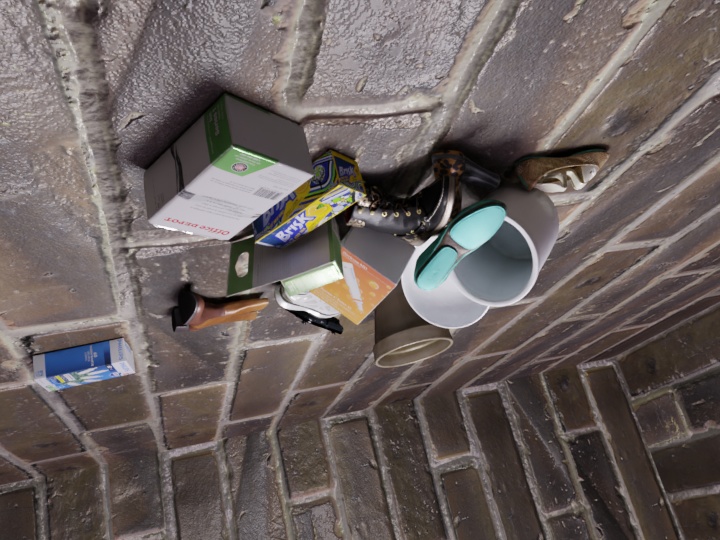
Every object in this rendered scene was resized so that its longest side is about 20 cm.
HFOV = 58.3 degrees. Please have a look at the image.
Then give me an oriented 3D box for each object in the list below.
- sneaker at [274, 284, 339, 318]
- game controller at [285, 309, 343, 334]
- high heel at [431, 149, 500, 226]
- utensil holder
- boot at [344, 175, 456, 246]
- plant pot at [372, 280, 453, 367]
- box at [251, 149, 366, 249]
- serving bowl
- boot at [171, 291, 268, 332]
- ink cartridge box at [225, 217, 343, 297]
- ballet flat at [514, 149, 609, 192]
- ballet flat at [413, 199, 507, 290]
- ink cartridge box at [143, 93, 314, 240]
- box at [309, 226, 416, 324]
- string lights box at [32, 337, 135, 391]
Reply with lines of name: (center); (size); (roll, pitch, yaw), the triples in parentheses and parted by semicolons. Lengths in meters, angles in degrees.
sneaker: (-0.079, 0.048, 1.413); (0.198, 0.077, 0.115); (9, 151, -41)
game controller: (-0.114, 0.113, 1.539); (0.103, 0.043, 0.200); (17, 173, 25)
high heel: (0.126, -0.140, 1.124); (0.141, 0.073, 0.199); (17, 147, -34)
utensil holder: (0.261, -0.056, 1.167); (0.169, 0.172, 0.200); (-31, -174, 36)
boot: (0.063, -0.108, 1.069); (0.147, 0.075, 0.200); (13, 161, -12)
plant pot: (0.112, 0.122, 1.587); (0.196, 0.177, 0.201); (-12, 159, -5)
box: (-0.090, -0.108, 1.037); (0.198, 0.066, 0.069); (-30, 154, 32)
serving bowl: (0.185, 0.013, 1.332); (0.198, 0.202, 0.066); (-28, -172, 32)
boot: (-0.290, 0.086, 1.377); (0.196, 0.070, 0.188); (-5, 156, -27)
ink cartridge box: (-0.131, -0.018, 1.119); (0.196, 0.147, 0.048); (-19, 131, 9)
ballet flat: (0.375, -0.176, 1.180); (0.196, 0.067, 0.071); (-10, 158, -13)
ballet flat: (0.156, -0.053, 1.058); (0.067, 0.071, 0.200); (33, 115, -19)
ink cartridge box: (-0.185, -0.132, 0.886); (0.198, 0.086, 0.145); (-29, 154, 33)
box: (0.000, 0.000, 1.243); (0.123, 0.098, 0.200); (34, 146, -4)
string lights box: (-0.630, 0.216, 1.478); (0.196, 0.060, 0.103); (-11, 157, -11)
